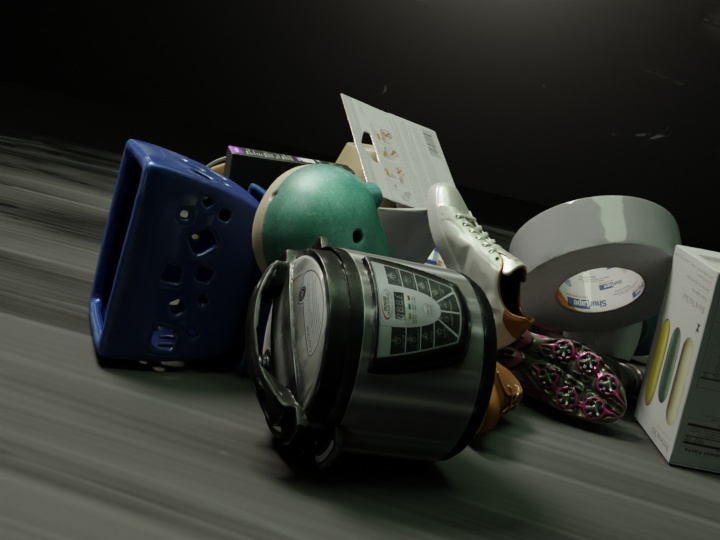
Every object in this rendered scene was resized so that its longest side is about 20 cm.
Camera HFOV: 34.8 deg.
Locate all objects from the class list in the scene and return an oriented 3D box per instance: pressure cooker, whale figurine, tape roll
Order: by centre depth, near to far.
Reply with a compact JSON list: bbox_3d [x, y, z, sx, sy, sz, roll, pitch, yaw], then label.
[{"bbox_3d":[-0.004,0.073,0.982,0.198,0.181,0.176,11,10,-22],"label":"pressure cooker"},{"bbox_3d":[-0.010,-0.015,1.114,0.103,0.160,0.200,6,-29,51],"label":"whale figurine"},{"bbox_3d":[0.275,-0.004,1.334,0.198,0.067,0.201,-2,-32,-1],"label":"tape roll"}]

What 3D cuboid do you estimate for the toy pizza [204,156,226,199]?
[{"bbox_3d":[-0.143,-0.070,1.586,0.198,0.202,0.032,14,43,12],"label":"toy pizza"}]

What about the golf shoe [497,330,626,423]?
[{"bbox_3d":[0.212,0.111,1.276,0.199,0.073,0.092,30,-8,31],"label":"golf shoe"}]

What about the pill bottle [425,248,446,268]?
[{"bbox_3d":[0.024,0.001,1.531,0.198,0.112,0.111,12,11,4],"label":"pill bottle"}]

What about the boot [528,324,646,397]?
[{"bbox_3d":[0.248,0.111,1.379,0.199,0.070,0.131,27,11,36],"label":"boot"}]

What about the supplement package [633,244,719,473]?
[{"bbox_3d":[0.397,0.096,1.206,0.149,0.202,0.152,11,11,-3],"label":"supplement package"}]

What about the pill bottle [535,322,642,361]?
[{"bbox_3d":[0.259,0.055,1.496,0.199,0.114,0.112,19,13,34],"label":"pill bottle"}]

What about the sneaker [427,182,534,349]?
[{"bbox_3d":[0.138,-0.016,1.258,0.084,0.202,0.073,-29,-19,30],"label":"sneaker"}]

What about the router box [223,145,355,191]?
[{"bbox_3d":[-0.098,-0.033,1.347,0.147,0.202,0.051,8,12,-15],"label":"router box"}]

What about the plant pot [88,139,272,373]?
[{"bbox_3d":[-0.172,-0.011,1.196,0.178,0.202,0.200,14,9,-19],"label":"plant pot"}]

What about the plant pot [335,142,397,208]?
[{"bbox_3d":[0.005,-0.080,1.687,0.185,0.202,0.187,11,10,-2],"label":"plant pot"}]

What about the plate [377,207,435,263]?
[{"bbox_3d":[0.000,0.000,1.305,0.032,0.201,0.199,47,28,26],"label":"plate"}]

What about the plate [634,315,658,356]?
[{"bbox_3d":[0.328,0.043,1.533,0.199,0.201,0.026,20,51,35],"label":"plate"}]

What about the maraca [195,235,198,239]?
[{"bbox_3d":[-0.143,-0.037,1.502,0.137,0.108,0.199,35,-22,-29],"label":"maraca"}]

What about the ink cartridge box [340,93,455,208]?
[{"bbox_3d":[0.051,-0.136,1.561,0.172,0.044,0.201,16,41,-32],"label":"ink cartridge box"}]

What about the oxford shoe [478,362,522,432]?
[{"bbox_3d":[0.132,0.122,1.162,0.070,0.072,0.200,16,10,2],"label":"oxford shoe"}]
